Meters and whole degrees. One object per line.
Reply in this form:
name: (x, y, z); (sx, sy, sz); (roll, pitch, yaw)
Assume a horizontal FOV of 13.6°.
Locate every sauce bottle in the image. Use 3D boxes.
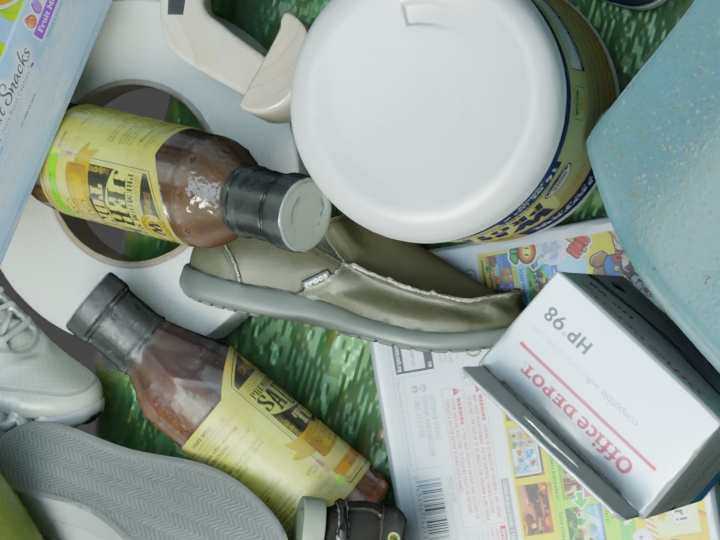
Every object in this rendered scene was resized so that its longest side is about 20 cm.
sauce bottle: (-0.100, -0.048, 1.632); (0.199, 0.064, 0.065); (13, 95, 43)
sauce bottle: (-0.076, 0.079, 1.682); (0.200, 0.066, 0.066); (40, 102, -3)

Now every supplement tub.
supplement tub: (0.057, -0.086, 1.588); (0.143, 0.200, 0.145); (0, 91, 17)

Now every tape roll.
tape roll: (-0.124, -0.054, 1.731); (0.201, 0.037, 0.204); (0, 90, 17)

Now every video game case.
video game case: (0.100, 0.079, 1.670); (0.181, 0.023, 0.201); (-10, 87, 17)

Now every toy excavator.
toy excavator: (-0.106, -0.184, 1.679); (0.193, 0.100, 0.201); (2, 84, 19)

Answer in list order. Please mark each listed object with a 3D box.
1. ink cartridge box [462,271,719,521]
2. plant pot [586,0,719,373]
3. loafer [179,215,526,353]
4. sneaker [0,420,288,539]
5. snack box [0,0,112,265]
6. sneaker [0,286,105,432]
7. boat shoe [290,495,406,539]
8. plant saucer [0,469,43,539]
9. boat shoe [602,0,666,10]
ink cartridge box: (0.135, 0.062, 1.543); (0.116, 0.200, 0.067); (43, 100, 13)
plant pot: (0.234, -0.044, 1.545); (0.200, 0.196, 0.196); (43, 102, 19)
loafer: (0.000, 0.000, 1.645); (0.199, 0.075, 0.070); (11, 94, 9)
sneaker: (-0.111, 0.162, 1.684); (0.199, 0.116, 0.074); (22, 54, 31)
snack box: (-0.254, -0.105, 1.697); (0.199, 0.068, 0.170); (13, 77, 39)
sneaker: (-0.232, 0.027, 1.737); (0.199, 0.075, 0.081); (28, 115, 14)
boat shoe: (-0.012, 0.224, 1.632); (0.060, 0.072, 0.203); (4, 96, -8)
plant saucer: (-0.217, 0.138, 1.697); (0.031, 0.200, 0.200); (-32, 80, -17)
boat shoe: (0.095, -0.220, 1.647); (0.075, 0.062, 0.200); (-42, 79, 11)
